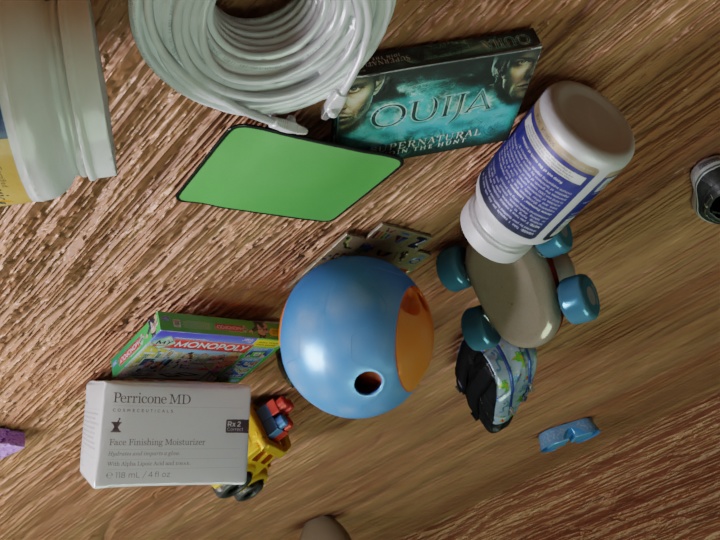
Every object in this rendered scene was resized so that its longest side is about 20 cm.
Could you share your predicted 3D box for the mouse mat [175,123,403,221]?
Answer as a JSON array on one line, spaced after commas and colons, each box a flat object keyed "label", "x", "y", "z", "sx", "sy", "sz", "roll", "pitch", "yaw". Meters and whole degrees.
[{"label": "mouse mat", "x": -0.073, "y": -0.093, "z": 0.740, "sx": 0.197, "sy": 0.008, "sz": 0.160, "roll": 7, "pitch": 155, "yaw": -34}]

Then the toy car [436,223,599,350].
[{"label": "toy car", "x": 0.241, "y": -0.003, "z": 1.018, "sx": 0.183, "sy": 0.179, "sz": 0.199, "roll": -22, "pitch": -176, "yaw": 36}]

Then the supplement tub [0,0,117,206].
[{"label": "supplement tub", "x": -0.271, "y": -0.113, "z": 0.477, "sx": 0.197, "sy": 0.146, "sz": 0.145, "roll": -9, "pitch": 151, "yaw": -16}]

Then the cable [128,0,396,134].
[{"label": "cable", "x": -0.068, "y": -0.200, "z": 0.526, "sx": 0.198, "sy": 0.070, "sz": 0.200, "roll": 7, "pitch": 142, "yaw": -38}]

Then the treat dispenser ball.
[{"label": "treat dispenser ball", "x": -0.005, "y": 0.083, "z": 0.911, "sx": 0.197, "sy": 0.203, "sz": 0.202, "roll": -14, "pitch": 152, "yaw": -7}]

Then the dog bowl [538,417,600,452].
[{"label": "dog bowl", "x": 0.647, "y": 0.512, "z": 2.249, "sx": 0.197, "sy": 0.050, "sz": 0.112, "roll": -16, "pitch": 152, "yaw": -7}]

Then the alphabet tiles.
[{"label": "alphabet tiles", "x": 0.000, "y": 0.000, "z": 0.991, "sx": 0.165, "sy": 0.006, "sz": 0.200, "roll": 10, "pitch": 140, "yaw": -43}]

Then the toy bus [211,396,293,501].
[{"label": "toy bus", "x": -0.194, "y": 0.311, "z": 1.324, "sx": 0.191, "sy": 0.136, "sz": 0.200, "roll": -35, "pitch": 154, "yaw": -2}]

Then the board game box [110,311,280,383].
[{"label": "board game box", "x": -0.215, "y": 0.108, "z": 0.975, "sx": 0.198, "sy": 0.029, "sz": 0.134, "roll": 10, "pitch": 142, "yaw": -43}]

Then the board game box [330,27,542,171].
[{"label": "board game box", "x": 0.068, "y": -0.165, "z": 0.711, "sx": 0.197, "sy": 0.029, "sz": 0.136, "roll": -13, "pitch": 152, "yaw": -11}]

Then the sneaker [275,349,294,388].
[{"label": "sneaker", "x": -0.039, "y": 0.147, "z": 1.155, "sx": 0.197, "sy": 0.077, "sz": 0.071, "roll": -3, "pitch": 149, "yaw": -26}]

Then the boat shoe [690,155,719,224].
[{"label": "boat shoe", "x": 0.533, "y": -0.103, "z": 1.070, "sx": 0.068, "sy": 0.057, "sz": 0.199, "roll": -30, "pitch": 150, "yaw": 21}]

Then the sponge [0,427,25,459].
[{"label": "sponge", "x": -0.610, "y": 0.256, "z": 1.059, "sx": 0.110, "sy": 0.030, "sz": 0.200, "roll": -26, "pitch": 151, "yaw": 15}]

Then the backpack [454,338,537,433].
[{"label": "backpack", "x": 0.243, "y": 0.179, "z": 1.318, "sx": 0.152, "sy": 0.164, "sz": 0.201, "roll": -28, "pitch": 145, "yaw": 1}]

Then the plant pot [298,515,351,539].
[{"label": "plant pot", "x": -0.124, "y": 0.889, "z": 2.371, "sx": 0.197, "sy": 0.136, "sz": 0.201, "roll": -14, "pitch": 151, "yaw": -8}]

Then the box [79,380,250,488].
[{"label": "box", "x": -0.274, "y": 0.221, "z": 0.999, "sx": 0.196, "sy": 0.133, "sz": 0.199, "roll": 6, "pitch": 169, "yaw": -25}]

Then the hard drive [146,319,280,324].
[{"label": "hard drive", "x": -0.224, "y": 0.113, "z": 1.036, "sx": 0.197, "sy": 0.027, "sz": 0.132, "roll": 4, "pitch": 145, "yaw": -35}]

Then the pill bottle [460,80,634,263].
[{"label": "pill bottle", "x": 0.200, "y": -0.102, "z": 0.810, "sx": 0.114, "sy": 0.117, "sz": 0.201, "roll": -1, "pitch": 148, "yaw": -29}]
